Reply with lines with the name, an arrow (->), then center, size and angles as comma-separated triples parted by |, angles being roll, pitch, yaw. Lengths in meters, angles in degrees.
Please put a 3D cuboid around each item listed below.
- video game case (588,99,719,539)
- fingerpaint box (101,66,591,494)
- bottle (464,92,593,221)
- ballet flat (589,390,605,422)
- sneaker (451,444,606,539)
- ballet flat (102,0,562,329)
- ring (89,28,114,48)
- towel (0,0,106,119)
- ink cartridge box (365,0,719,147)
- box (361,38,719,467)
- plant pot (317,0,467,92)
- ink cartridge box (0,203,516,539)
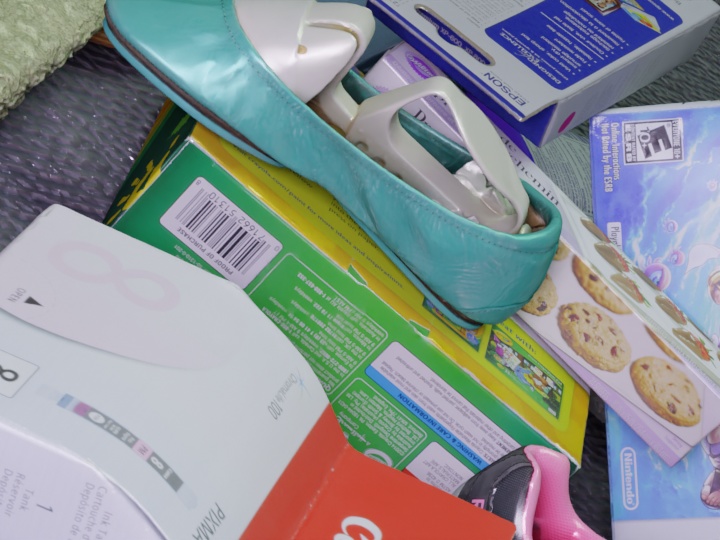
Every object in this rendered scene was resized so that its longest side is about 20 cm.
video game case -> 0.190, 0.027, 1.162 | 0.045, 0.180, 0.202 | -4, 90, -80
fingerpaint box -> 0.000, 0.000, 1.141 | 0.200, 0.073, 0.167 | 40, 25, -11
bottle -> 0.058, -0.040, 1.307 | 0.199, 0.065, 0.084 | 17, 35, -46
ballet flat -> 0.161, 0.054, 1.324 | 0.072, 0.072, 0.200 | 49, 25, 12
sneaker -> 0.095, 0.149, 1.027 | 0.200, 0.095, 0.079 | 51, 23, 11
ballet flat -> -0.002, -0.060, 1.059 | 0.200, 0.070, 0.067 | 38, 26, -13
ring -> -0.148, -0.173, 1.222 | 0.200, 0.019, 0.201 | 34, 25, -18
towel -> -0.162, -0.135, 1.101 | 0.148, 0.036, 0.200 | 44, 39, -6
ink cartridge box -> 0.069, -0.104, 1.155 | 0.095, 0.037, 0.200 | 39, 30, 13
box -> 0.072, -0.007, 1.127 | 0.200, 0.041, 0.039 | 46, 24, 0
plant pot -> 0.033, -0.173, 1.333 | 0.200, 0.200, 0.162 | 6, 69, -54
ink cartridge box -> -0.046, 0.059, 0.930 | 0.199, 0.057, 0.163 | 20, 23, 7
